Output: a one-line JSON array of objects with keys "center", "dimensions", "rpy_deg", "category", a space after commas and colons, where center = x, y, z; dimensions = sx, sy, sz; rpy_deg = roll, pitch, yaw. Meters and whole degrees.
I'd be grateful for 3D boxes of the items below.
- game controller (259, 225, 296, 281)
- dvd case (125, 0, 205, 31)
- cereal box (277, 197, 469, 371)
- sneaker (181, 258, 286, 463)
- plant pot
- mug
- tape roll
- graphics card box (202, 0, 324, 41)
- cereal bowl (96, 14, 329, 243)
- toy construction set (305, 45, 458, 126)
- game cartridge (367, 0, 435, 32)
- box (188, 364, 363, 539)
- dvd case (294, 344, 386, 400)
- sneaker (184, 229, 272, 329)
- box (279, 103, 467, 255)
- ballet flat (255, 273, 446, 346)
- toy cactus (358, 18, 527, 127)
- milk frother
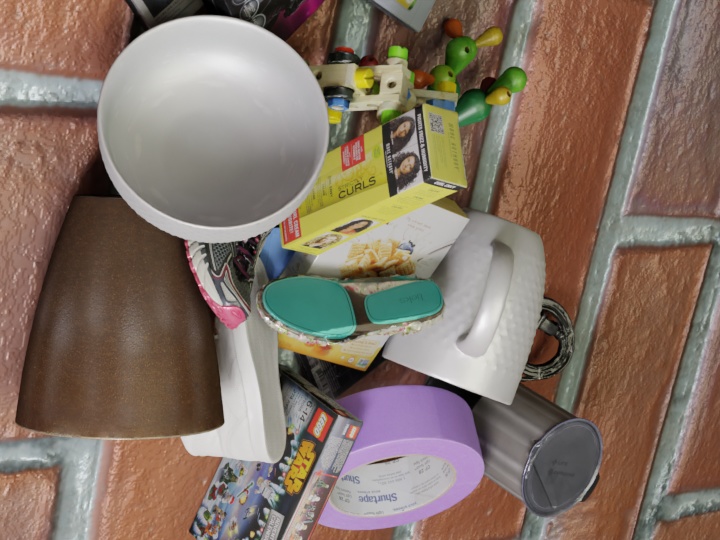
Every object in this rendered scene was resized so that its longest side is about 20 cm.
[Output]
[{"center": [-0.054, -0.020, 1.501], "dimensions": [0.198, 0.042, 0.105], "rpy_deg": [-4, 111, -28], "category": "game controller"}, {"center": [-0.172, -0.319, 1.297], "dimensions": [0.150, 0.025, 0.201], "rpy_deg": [-44, 131, -14], "category": "dvd case"}, {"center": [0.000, 0.000, 1.499], "dimensions": [0.143, 0.040, 0.201], "rpy_deg": [17, 115, -39], "category": "cereal box"}, {"center": [-0.140, 0.086, 1.458], "dimensions": [0.074, 0.114, 0.203], "rpy_deg": [-15, 102, -66], "category": "sneaker"}, {"center": [-0.212, 0.035, 1.342], "dimensions": [0.185, 0.186, 0.203], "rpy_deg": [-2, 95, -37], "category": "plant pot"}, {"center": [0.120, 0.032, 1.553], "dimensions": [0.146, 0.200, 0.177], "rpy_deg": [20, 88, -4], "category": "mug"}, {"center": [0.027, 0.199, 1.589], "dimensions": [0.198, 0.066, 0.201], "rpy_deg": [-9, 147, -6], "category": "tape roll"}, {"center": [-0.057, -0.291, 1.355], "dimensions": [0.200, 0.051, 0.126], "rpy_deg": [-46, 156, -11], "category": "graphics card box"}, {"center": [-0.127, -0.113, 1.297], "dimensions": [0.199, 0.200, 0.083], "rpy_deg": [-36, 169, -19], "category": "cereal bowl"}, {"center": [-0.018, -0.154, 1.406], "dimensions": [0.131, 0.198, 0.093], "rpy_deg": [26, 53, -61], "category": "toy construction set"}, {"center": [0.043, -0.308, 1.409], "dimensions": [0.134, 0.040, 0.200], "rpy_deg": [-66, 158, 5], "category": "game cartridge"}, {"center": [-0.088, 0.210, 1.527], "dimensions": [0.040, 0.137, 0.202], "rpy_deg": [20, 97, -42], "category": "box"}, {"center": [0.009, 0.033, 1.604], "dimensions": [0.199, 0.016, 0.150], "rpy_deg": [-36, 126, -19], "category": "dvd case"}, {"center": [-0.109, -0.037, 1.350], "dimensions": [0.074, 0.201, 0.081], "rpy_deg": [-13, 137, 13], "category": "sneaker"}, {"center": [0.006, -0.080, 1.370], "dimensions": [0.050, 0.199, 0.076], "rpy_deg": [10, 67, -42], "category": "box"}, {"center": [-0.012, 0.043, 1.456], "dimensions": [0.198, 0.064, 0.076], "rpy_deg": [1, 67, -22], "category": "ballet flat"}, {"center": [0.069, -0.168, 1.527], "dimensions": [0.199, 0.102, 0.166], "rpy_deg": [-16, 138, -35], "category": "toy cactus"}, {"center": [0.200, 0.145, 1.689], "dimensions": [0.179, 0.188, 0.202], "rpy_deg": [12, 102, -41], "category": "milk frother"}]
